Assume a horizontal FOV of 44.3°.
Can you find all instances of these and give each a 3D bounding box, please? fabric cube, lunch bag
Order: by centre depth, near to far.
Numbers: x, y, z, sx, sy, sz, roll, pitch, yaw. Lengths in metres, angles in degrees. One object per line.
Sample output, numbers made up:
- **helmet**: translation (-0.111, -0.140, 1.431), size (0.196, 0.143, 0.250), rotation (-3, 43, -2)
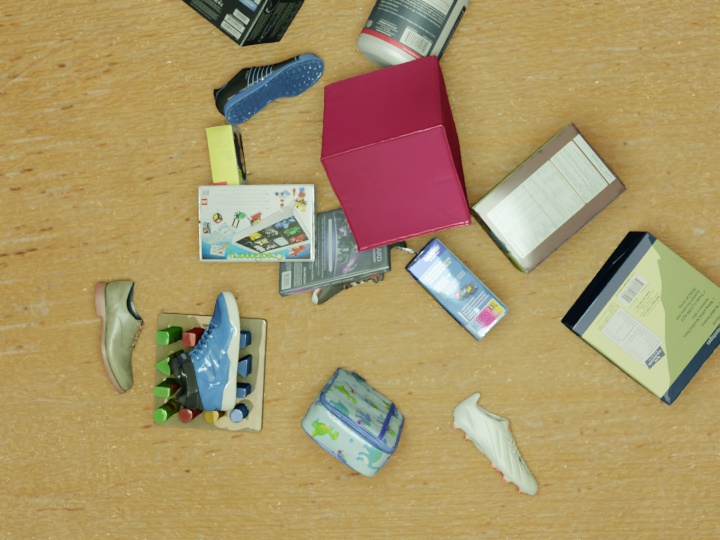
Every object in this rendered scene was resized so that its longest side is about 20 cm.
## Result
- **fabric cube**: translation (0.058, -0.184, 1.400), size (0.193, 0.201, 0.201), rotation (-13, 132, 11)
- **lunch bag**: translation (-0.005, 0.251, 1.473), size (0.160, 0.200, 0.083), rotation (37, 102, 3)

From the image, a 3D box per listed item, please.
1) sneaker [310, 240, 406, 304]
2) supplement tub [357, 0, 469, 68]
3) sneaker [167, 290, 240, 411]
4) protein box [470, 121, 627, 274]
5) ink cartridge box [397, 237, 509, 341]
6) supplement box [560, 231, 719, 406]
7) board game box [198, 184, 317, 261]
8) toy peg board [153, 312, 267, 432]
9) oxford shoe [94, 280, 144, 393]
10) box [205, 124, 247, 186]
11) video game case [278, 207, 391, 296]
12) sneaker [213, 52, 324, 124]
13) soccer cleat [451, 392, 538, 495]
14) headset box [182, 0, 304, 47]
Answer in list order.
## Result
- **sneaker**: translation (0.000, 0.000, 1.524), size (0.200, 0.077, 0.082), rotation (-43, 95, 6)
- **supplement tub**: translation (0.094, -0.425, 1.457), size (0.139, 0.140, 0.202), rotation (28, 95, 3)
- **sneaker**: translation (-0.262, 0.135, 1.469), size (0.110, 0.077, 0.203), rotation (1, 99, -20)
- **protein box**: translation (0.293, -0.113, 1.427), size (0.199, 0.199, 0.135), rotation (-40, 89, 6)
- **ink cartridge box**: translation (0.146, 0.018, 1.478), size (0.076, 0.136, 0.200), rotation (-44, 89, 1)
- **supplement box**: translation (0.475, 0.074, 1.454), size (0.199, 0.134, 0.201), rotation (38, 95, 2)
- **board game box**: translation (-0.171, -0.078, 1.476), size (0.197, 0.035, 0.128), rotation (0, 92, 8)
- **toy peg board**: translation (-0.272, 0.185, 1.544), size (0.196, 0.098, 0.203), rotation (3, 94, 5)
- **oxford shoe**: translation (-0.420, 0.116, 1.568), size (0.074, 0.070, 0.203), rotation (-9, 93, 0)
- **box**: translation (-0.225, -0.146, 1.534), size (0.049, 0.075, 0.203), rotation (-6, 94, 6)
- **video game case**: translation (-0.045, -0.041, 1.494), size (0.197, 0.019, 0.145), rotation (-13, 56, 17)
- **sneaker**: translation (-0.161, -0.329, 1.522), size (0.198, 0.071, 0.078), rotation (-29, 54, -11)
- **soccer cleat**: translation (0.242, 0.300, 1.523), size (0.078, 0.069, 0.200), rotation (-44, 86, 3)
- **headset box**: translation (-0.204, -0.461, 1.457), size (0.173, 0.200, 0.093), rotation (38, 112, 3)
